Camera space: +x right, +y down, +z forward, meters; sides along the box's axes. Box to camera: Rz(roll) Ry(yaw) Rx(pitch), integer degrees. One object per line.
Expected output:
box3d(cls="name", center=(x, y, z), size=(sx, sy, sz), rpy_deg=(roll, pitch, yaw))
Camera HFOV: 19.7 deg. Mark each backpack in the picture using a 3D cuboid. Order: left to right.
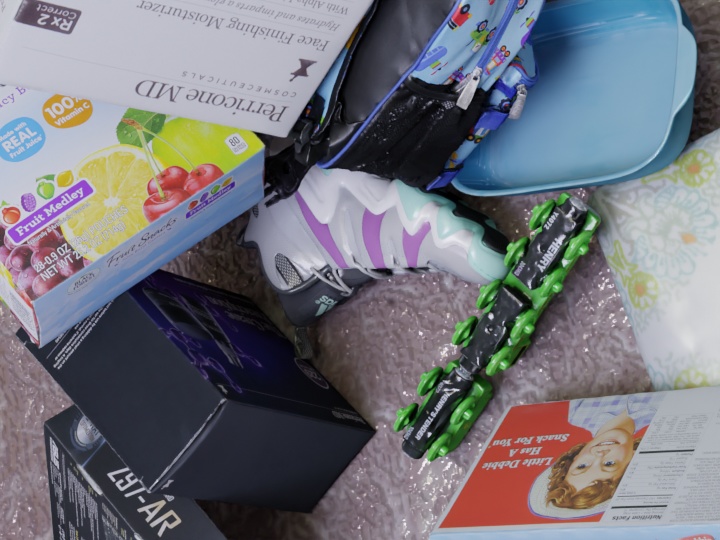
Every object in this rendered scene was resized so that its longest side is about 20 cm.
box3d(cls="backpack", center=(0.040, -0.171, 1.234), size=(0.200, 0.134, 0.183), rpy_deg=(-51, 42, 34))

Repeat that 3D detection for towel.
box3d(cls="towel", center=(0.246, -0.006, 1.210), size=(0.199, 0.048, 0.172), rpy_deg=(-26, 68, 23))

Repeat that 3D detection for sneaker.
box3d(cls="sneaker", center=(0.000, 0.000, 1.329), size=(0.200, 0.078, 0.141), rpy_deg=(33, 100, 38))

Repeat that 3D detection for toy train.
box3d(cls="toy train", center=(0.086, 0.036, 1.265), size=(0.042, 0.056, 0.201), rpy_deg=(41, 114, 18))

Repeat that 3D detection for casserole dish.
box3d(cls="casserole dish", center=(0.131, -0.103, 1.264), size=(0.199, 0.039, 0.122), rpy_deg=(-7, 71, 44))

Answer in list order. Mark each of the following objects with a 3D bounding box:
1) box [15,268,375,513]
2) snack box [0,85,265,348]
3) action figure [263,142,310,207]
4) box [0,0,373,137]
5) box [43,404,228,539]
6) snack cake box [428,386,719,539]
box3d(cls="box", center=(-0.098, 0.072, 1.293), size=(0.079, 0.200, 0.141), rpy_deg=(-48, 65, 11))
box3d(cls="snack box", center=(-0.180, -0.083, 1.222), size=(0.168, 0.068, 0.200), rpy_deg=(-35, 69, -20))
box3d(cls="action figure", center=(-0.115, -0.085, 1.342), size=(0.199, 0.102, 0.120), rpy_deg=(0, 107, 56))
box3d(cls="box", center=(-0.119, -0.202, 1.177), size=(0.131, 0.198, 0.201), rpy_deg=(-55, 41, 36))
box3d(cls="box", center=(-0.135, 0.193, 1.309), size=(0.043, 0.201, 0.160), rpy_deg=(-31, 60, -26))
box3d(cls="snack cake box", center=(0.151, 0.130, 1.170), size=(0.199, 0.067, 0.115), rpy_deg=(-8, 36, 41))
